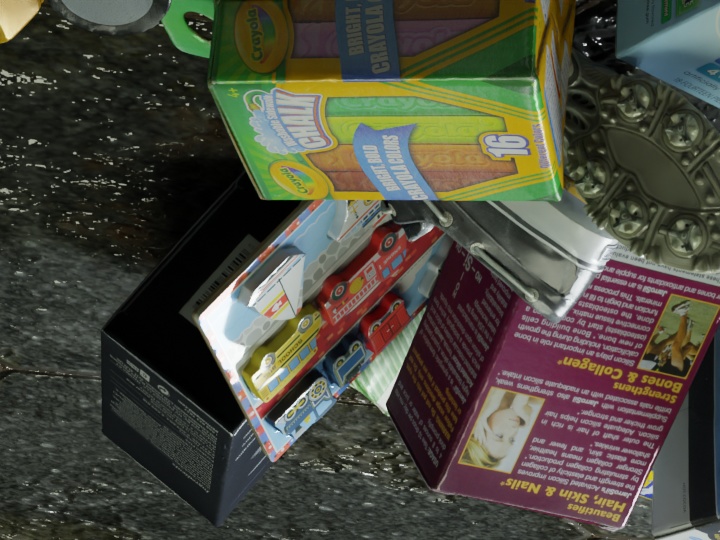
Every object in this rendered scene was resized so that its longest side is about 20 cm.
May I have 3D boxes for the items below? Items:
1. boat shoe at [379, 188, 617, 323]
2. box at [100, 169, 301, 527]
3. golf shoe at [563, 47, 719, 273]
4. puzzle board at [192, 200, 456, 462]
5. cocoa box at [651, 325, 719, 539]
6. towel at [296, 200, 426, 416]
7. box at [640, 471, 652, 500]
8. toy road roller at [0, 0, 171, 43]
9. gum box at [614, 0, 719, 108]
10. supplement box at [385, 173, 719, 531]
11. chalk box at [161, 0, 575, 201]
[{"bbox_3d":[0.038,-0.048,1.186,0.199,0.068,0.072,36,-165,7],"label":"boat shoe"},{"bbox_3d":[-0.079,0.051,1.419,0.104,0.148,0.200,37,158,9],"label":"box"},{"bbox_3d":[0.138,-0.064,1.163,0.200,0.079,0.097,43,-166,33],"label":"golf shoe"},{"bbox_3d":[0.000,0.000,1.266,0.017,0.200,0.151,34,161,32],"label":"puzzle board"},{"bbox_3d":[0.264,0.067,1.354,0.133,0.202,0.131,21,152,-33],"label":"cocoa box"},{"bbox_3d":[0.016,-0.011,1.321,0.023,0.153,0.200,31,172,32],"label":"towel"},{"bbox_3d":[0.226,0.129,1.677,0.199,0.065,0.070,23,151,-34],"label":"box"},{"bbox_3d":[-0.165,-0.187,0.971,0.198,0.124,0.146,-5,141,17],"label":"toy road roller"},{"bbox_3d":[0.253,-0.125,1.110,0.169,0.045,0.199,21,151,-32],"label":"gum box"},{"bbox_3d":[0.117,0.030,1.290,0.130,0.103,0.201,14,112,-24],"label":"supplement box"},{"bbox_3d":[-0.003,-0.113,1.091,0.198,0.125,0.125,-1,156,13],"label":"chalk box"}]
